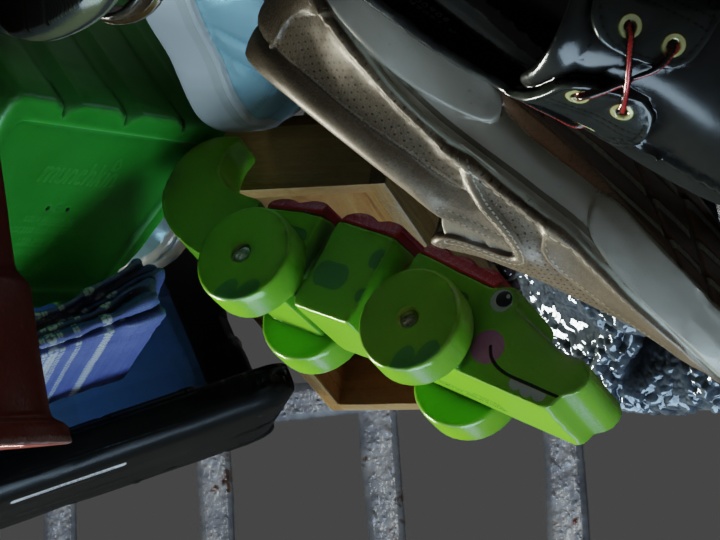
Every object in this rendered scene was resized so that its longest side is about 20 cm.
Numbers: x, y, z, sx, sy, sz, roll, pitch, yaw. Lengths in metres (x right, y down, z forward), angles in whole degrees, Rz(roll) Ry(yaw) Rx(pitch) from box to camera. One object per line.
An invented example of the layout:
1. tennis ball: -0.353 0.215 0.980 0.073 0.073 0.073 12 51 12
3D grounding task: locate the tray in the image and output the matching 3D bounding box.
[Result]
1. tray: 0.000 0.000 1.094 0.098 0.037 0.200 -2 153 22

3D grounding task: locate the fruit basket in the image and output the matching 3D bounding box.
1. fruit basket: -0.179 -0.076 0.970 0.215 0.156 0.216 35 -166 -10

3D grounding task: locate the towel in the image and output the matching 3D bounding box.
1. towel: -0.172 0.050 0.997 0.199 0.024 0.145 -19 171 -15

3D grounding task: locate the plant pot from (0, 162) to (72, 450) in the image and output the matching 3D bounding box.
1. plant pot: -0.189 -0.041 0.777 0.199 0.197 0.201 -4 176 0

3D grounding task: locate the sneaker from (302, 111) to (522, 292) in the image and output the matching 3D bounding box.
1. sneaker: 0.031 -0.061 1.136 0.075 0.116 0.200 0 153 13

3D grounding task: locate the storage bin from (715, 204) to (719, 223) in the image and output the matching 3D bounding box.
1. storage bin: 0.224 -0.047 0.888 0.199 0.136 0.094 -28 -150 -20

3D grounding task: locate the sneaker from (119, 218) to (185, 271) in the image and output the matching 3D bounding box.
1. sneaker: -0.168 -0.054 1.101 0.199 0.080 0.130 24 -170 37

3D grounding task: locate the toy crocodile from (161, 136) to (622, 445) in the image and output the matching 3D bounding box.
1. toy crocodile: 0.007 0.009 0.937 0.199 0.062 0.068 22 167 37

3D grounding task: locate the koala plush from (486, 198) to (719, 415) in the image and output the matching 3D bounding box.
1. koala plush: 0.091 -0.047 0.990 0.183 0.178 0.199 -37 139 26

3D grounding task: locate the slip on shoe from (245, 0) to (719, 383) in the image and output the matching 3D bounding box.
1. slip on shoe: 0.049 -0.028 0.857 0.061 0.200 0.076 -44 -166 24

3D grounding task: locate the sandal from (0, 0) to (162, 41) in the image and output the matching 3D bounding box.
1. sandal: -0.080 -0.108 0.798 0.057 0.080 0.201 2 -176 -10

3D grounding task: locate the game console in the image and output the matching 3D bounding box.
1. game console: -0.145 0.045 1.138 0.199 0.117 0.176 -19 171 -11

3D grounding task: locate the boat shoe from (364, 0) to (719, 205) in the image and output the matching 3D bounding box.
1. boat shoe: 0.071 -0.069 0.782 0.201 0.074 0.063 36 -145 9

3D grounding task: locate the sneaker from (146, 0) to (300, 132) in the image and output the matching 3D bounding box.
1. sneaker: -0.024 -0.095 0.931 0.081 0.074 0.200 -1 171 9
